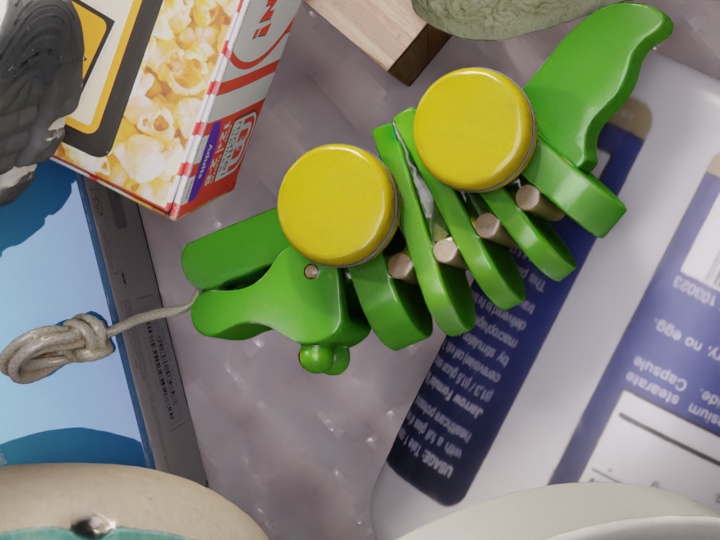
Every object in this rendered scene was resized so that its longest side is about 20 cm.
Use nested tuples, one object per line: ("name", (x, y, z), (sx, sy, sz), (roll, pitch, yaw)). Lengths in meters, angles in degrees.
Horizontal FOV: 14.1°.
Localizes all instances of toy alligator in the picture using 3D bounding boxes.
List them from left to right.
("toy alligator", (0.000, 0.000, 0.743), (0.199, 0.059, 0.054), (-29, 77, 13))

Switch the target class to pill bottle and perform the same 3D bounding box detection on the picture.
("pill bottle", (0.070, 0.048, 0.796), (0.111, 0.111, 0.201), (27, 94, 4))

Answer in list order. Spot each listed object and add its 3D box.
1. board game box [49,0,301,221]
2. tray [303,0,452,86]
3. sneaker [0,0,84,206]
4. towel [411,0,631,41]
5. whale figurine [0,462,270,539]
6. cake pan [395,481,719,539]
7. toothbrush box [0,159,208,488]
("board game box", (-0.101, -0.124, 0.737), (0.199, 0.046, 0.152), (26, 109, 12))
("tray", (-0.054, -0.130, 0.808), (0.200, 0.099, 0.037), (40, 93, 3))
("sneaker", (-0.152, -0.027, 0.721), (0.200, 0.074, 0.085), (-36, 80, 30))
("towel", (0.104, -0.132, 0.706), (0.199, 0.149, 0.037), (-13, 46, -7))
("whale figurine", (-0.083, 0.141, 0.775), (0.158, 0.104, 0.200), (2, 136, -14))
("cake pan", (0.038, 0.133, 0.704), (0.199, 0.037, 0.201), (-14, 127, -20))
("toothbrush box", (-0.160, 0.022, 0.828), (0.199, 0.085, 0.147), (-15, 90, 5))
